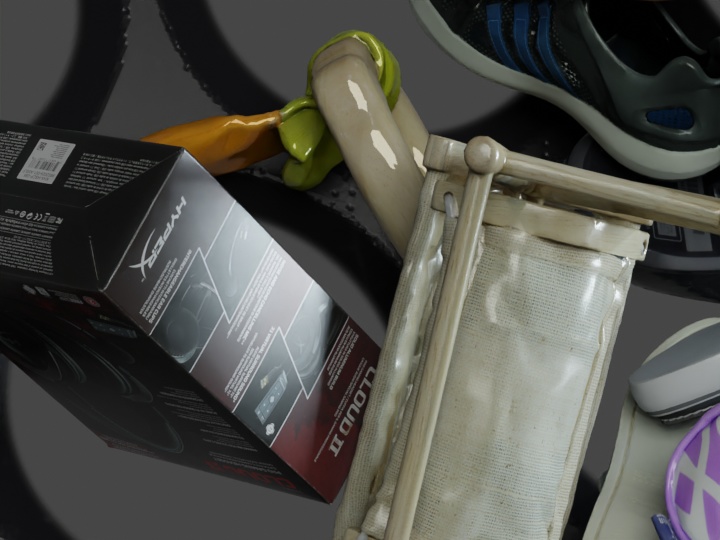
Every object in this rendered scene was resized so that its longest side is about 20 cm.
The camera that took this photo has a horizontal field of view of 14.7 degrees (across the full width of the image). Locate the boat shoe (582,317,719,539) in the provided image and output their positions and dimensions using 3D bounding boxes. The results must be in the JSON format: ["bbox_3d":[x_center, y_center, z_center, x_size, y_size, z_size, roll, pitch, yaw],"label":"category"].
[{"bbox_3d":[0.150,0.106,1.322,0.075,0.062,0.200,18,48,7],"label":"boat shoe"}]

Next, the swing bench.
[{"bbox_3d":[0.065,0.052,1.175,0.129,0.200,0.200,14,91,-10],"label":"swing bench"}]

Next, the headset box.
[{"bbox_3d":[-0.090,0.022,1.228,0.148,0.200,0.077,11,64,41],"label":"headset box"}]

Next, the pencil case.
[{"bbox_3d":[0.226,0.115,1.279,0.200,0.084,0.086,17,32,-43],"label":"pencil case"}]

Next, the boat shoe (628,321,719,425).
[{"bbox_3d":[0.226,0.042,1.312,0.199,0.070,0.066,-21,97,-13],"label":"boat shoe"}]

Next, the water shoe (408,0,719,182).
[{"bbox_3d":[0.107,-0.122,1.351,0.200,0.079,0.071,35,46,30],"label":"water shoe"}]

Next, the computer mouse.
[{"bbox_3d":[0.187,-0.017,1.380,0.199,0.053,0.139,11,59,-16],"label":"computer mouse"}]

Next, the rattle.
[{"bbox_3d":[0.000,0.000,1.324,0.143,0.130,0.200,-31,107,-7],"label":"rattle"}]
